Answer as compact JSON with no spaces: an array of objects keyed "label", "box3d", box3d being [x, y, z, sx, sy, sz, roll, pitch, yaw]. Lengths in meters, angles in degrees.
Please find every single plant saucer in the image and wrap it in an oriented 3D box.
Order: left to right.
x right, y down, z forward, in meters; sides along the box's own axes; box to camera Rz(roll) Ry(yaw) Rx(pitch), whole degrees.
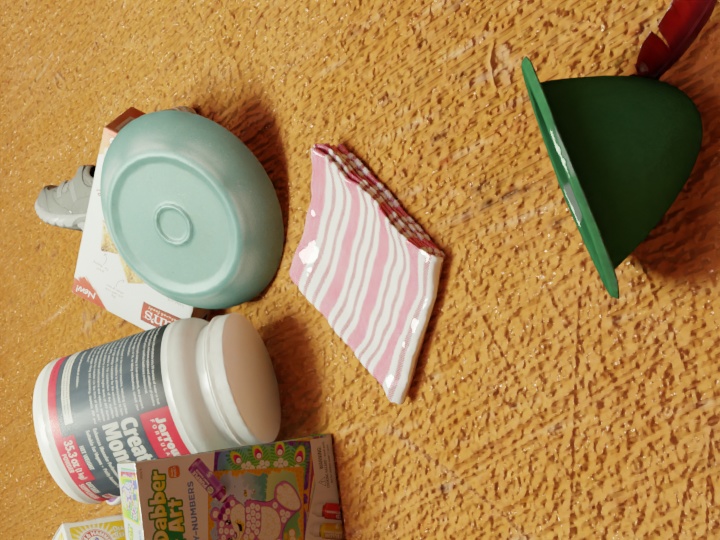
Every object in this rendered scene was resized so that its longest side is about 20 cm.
[{"label":"plant saucer","box3d":[-0.166,-0.048,1.746,0.198,0.036,0.202,13,120,23]}]

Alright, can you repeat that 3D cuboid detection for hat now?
[{"label":"hat","box3d":[0.209,-0.095,1.204,0.200,0.175,0.167,57,-168,-68]}]

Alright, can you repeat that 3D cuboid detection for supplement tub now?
[{"label":"supplement tub","box3d":[-0.188,0.126,1.734,0.198,0.140,0.142,-17,76,17]}]

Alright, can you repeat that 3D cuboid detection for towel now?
[{"label":"towel","box3d":[0.000,0.000,1.578,0.200,0.030,0.147,49,136,46]}]

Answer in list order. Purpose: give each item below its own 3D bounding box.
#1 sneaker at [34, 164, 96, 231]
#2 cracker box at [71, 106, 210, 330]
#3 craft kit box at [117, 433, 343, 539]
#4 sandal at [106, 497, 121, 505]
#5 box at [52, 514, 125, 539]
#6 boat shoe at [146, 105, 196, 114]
[{"label":"sneaker","box3d":[-0.290,-0.082,2.056,0.199,0.074,0.083,11,90,53]},{"label":"cracker box","box3d":[-0.198,-0.040,1.827,0.133,0.058,0.201,25,125,13]},{"label":"craft kit box","box3d":[-0.105,0.253,1.637,0.048,0.196,0.202,-12,85,61]},{"label":"sandal","box3d":[-0.233,0.140,1.860,0.204,0.049,0.083,-68,28,24]},{"label":"box","box3d":[-0.259,0.373,2.017,0.102,0.112,0.201,-55,47,48]},{"label":"boat shoe","box3d":[-0.207,-0.070,1.893,0.072,0.068,0.201,53,138,42]}]
